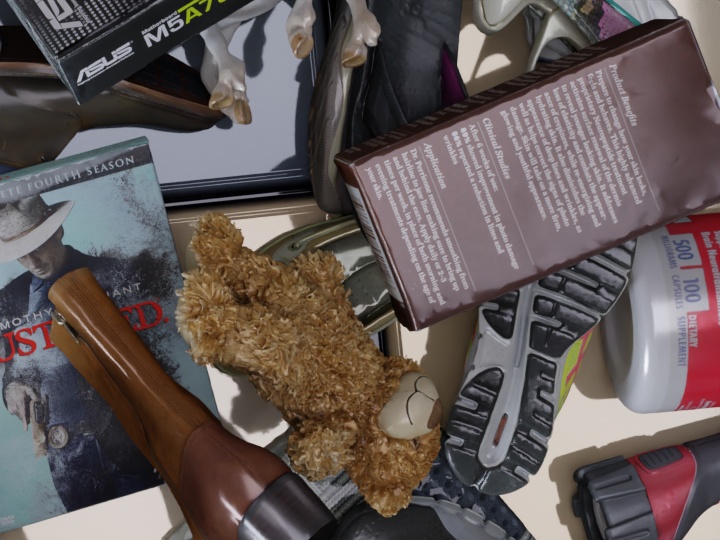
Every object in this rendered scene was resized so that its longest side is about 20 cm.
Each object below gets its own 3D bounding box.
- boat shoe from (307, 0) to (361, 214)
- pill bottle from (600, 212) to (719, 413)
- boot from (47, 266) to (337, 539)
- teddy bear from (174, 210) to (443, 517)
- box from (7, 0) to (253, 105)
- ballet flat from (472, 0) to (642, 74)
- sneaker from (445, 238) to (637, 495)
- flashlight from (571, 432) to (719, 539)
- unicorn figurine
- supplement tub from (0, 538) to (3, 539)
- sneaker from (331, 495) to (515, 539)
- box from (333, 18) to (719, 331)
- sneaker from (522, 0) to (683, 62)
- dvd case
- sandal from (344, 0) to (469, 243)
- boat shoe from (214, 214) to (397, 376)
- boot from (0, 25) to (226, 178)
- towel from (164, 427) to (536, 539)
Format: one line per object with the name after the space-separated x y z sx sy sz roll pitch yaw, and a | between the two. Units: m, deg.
0.018 -0.128 1.592 0.073 0.074 0.201 11 91 -8 | boat shoe
0.245 0.019 1.610 0.199 0.112 0.113 -5 92 -9 | pill bottle
-0.106 0.107 1.524 0.200 0.188 0.068 44 74 13 | boot
-0.024 0.047 1.511 0.067 0.145 0.200 -38 101 23 | teddy bear
-0.121 -0.210 1.526 0.193 0.048 0.200 -30 54 -8 | box
0.109 -0.142 1.556 0.200 0.069 0.071 44 86 -6 | ballet flat
0.100 0.024 1.592 0.078 0.090 0.201 24 104 3 | sneaker
0.227 0.123 1.637 0.199 0.068 0.068 -13 74 -12 | flashlight
-0.071 -0.158 1.557 0.199 0.074 0.138 -19 69 11 | unicorn figurine
-0.237 0.207 1.497 0.144 0.200 0.145 0 92 -9 | supplement tub
0.084 0.185 1.564 0.199 0.115 0.075 23 87 -12 | sneaker
0.096 -0.054 1.494 0.199 0.075 0.100 -22 99 -5 | box
0.128 -0.168 1.610 0.087 0.075 0.201 -27 95 -2 | sneaker
-0.165 0.038 1.571 0.145 0.022 0.201 -15 107 -8 | dvd case
0.031 -0.094 1.542 0.075 0.048 0.201 -4 93 -24 | sandal
0.002 0.002 1.597 0.200 0.063 0.073 -22 95 -8 | boat shoe
-0.179 -0.088 1.579 0.199 0.075 0.097 14 114 -18 | boot
-0.003 0.186 1.623 0.200 0.035 0.193 -42 100 -8 | towel
